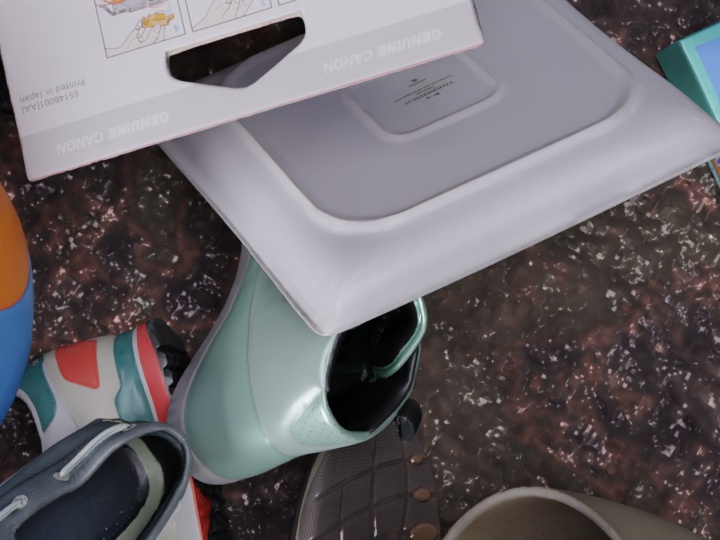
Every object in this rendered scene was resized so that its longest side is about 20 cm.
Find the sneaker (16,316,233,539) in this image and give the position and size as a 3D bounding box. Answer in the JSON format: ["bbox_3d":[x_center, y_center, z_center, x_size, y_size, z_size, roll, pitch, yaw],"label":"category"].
[{"bbox_3d":[-0.107,0.126,1.206,0.093,0.070,0.201,-12,89,7],"label":"sneaker"}]

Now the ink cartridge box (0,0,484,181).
[{"bbox_3d":[-0.059,-0.144,1.101,0.199,0.045,0.177,-15,83,13],"label":"ink cartridge box"}]

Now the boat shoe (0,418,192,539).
[{"bbox_3d":[-0.140,0.123,1.087,0.200,0.062,0.073,-43,102,-40],"label":"boat shoe"}]

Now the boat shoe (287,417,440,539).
[{"bbox_3d":[-0.018,0.157,1.198,0.074,0.073,0.201,19,71,-33],"label":"boat shoe"}]

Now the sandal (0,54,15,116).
[{"bbox_3d":[-0.162,-0.099,1.172,0.045,0.200,0.075,6,78,33],"label":"sandal"}]

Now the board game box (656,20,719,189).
[{"bbox_3d":[0.261,-0.077,1.282,0.199,0.045,0.153,-26,89,-10],"label":"board game box"}]

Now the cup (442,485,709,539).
[{"bbox_3d":[0.129,0.194,1.181,0.143,0.200,0.201,3,84,-33],"label":"cup"}]

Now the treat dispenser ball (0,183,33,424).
[{"bbox_3d":[-0.235,0.013,1.120,0.200,0.201,0.202,1,85,-9],"label":"treat dispenser ball"}]

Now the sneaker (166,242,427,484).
[{"bbox_3d":[0.000,0.001,1.178,0.074,0.118,0.201,40,56,-31],"label":"sneaker"}]

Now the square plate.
[{"bbox_3d":[0.027,-0.068,1.176,0.199,0.198,0.029,-24,129,-15],"label":"square plate"}]
